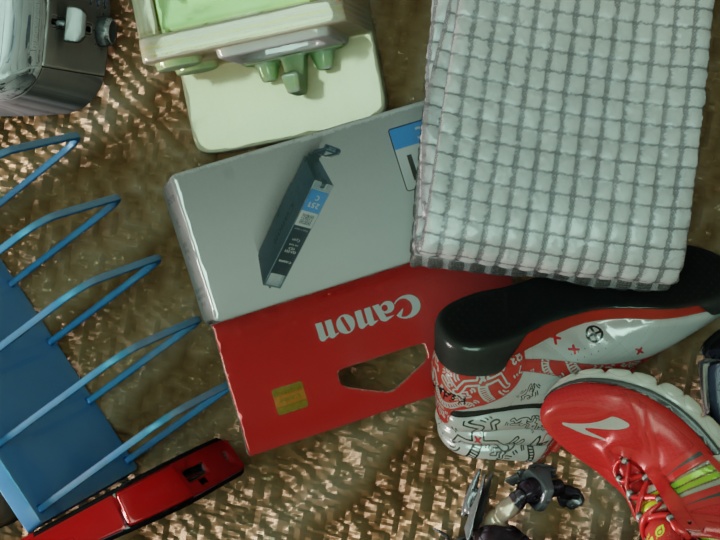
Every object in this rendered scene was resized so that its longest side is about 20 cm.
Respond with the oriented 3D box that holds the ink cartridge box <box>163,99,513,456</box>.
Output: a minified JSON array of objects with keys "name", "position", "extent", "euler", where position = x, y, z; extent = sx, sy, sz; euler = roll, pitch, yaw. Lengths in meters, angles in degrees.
[{"name":"ink cartridge box","position":[0.000,0.000,1.329],"extent":[0.199,0.045,0.177],"euler":[-18,89,-13]}]

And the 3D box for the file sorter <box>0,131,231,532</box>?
[{"name":"file sorter","position":[-0.186,0.031,1.335],"extent":[0.122,0.139,0.200],"euler":[-35,87,21]}]

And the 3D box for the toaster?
[{"name":"toaster","position":[-0.259,-0.157,1.349],"extent":[0.199,0.129,0.114],"euler":[6,92,9]}]

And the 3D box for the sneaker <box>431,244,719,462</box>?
[{"name":"sneaker","position":[0.136,0.053,1.338],"extent":[0.200,0.067,0.108],"euler":[-14,132,-17]}]

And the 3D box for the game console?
[{"name":"game console","position":[-0.165,0.159,1.317],"extent":[0.176,0.200,0.031],"euler":[-29,86,9]}]

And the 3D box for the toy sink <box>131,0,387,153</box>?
[{"name":"toy sink","position":[-0.070,-0.180,1.334],"extent":[0.130,0.112,0.201],"euler":[-10,90,10]}]

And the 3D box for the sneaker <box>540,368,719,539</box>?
[{"name":"sneaker","position":[0.182,0.131,1.249],"extent":[0.200,0.085,0.077],"euler":[35,141,17]}]

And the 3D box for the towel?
[{"name":"towel","position":[0.117,-0.093,1.293],"extent":[0.165,0.086,0.201],"euler":[7,81,-2]}]

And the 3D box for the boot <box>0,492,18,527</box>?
[{"name":"boot","position":[-0.287,0.089,1.398],"extent":[0.097,0.075,0.200],"euler":[-40,88,5]}]

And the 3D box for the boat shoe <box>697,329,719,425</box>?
[{"name":"boat shoe","position":[0.246,0.133,1.304],"extent":[0.074,0.093,0.201],"euler":[-18,89,9]}]

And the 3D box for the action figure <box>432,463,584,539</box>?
[{"name":"action figure","position":[0.130,0.191,1.340],"extent":[0.199,0.069,0.131],"euler":[8,100,21]}]
